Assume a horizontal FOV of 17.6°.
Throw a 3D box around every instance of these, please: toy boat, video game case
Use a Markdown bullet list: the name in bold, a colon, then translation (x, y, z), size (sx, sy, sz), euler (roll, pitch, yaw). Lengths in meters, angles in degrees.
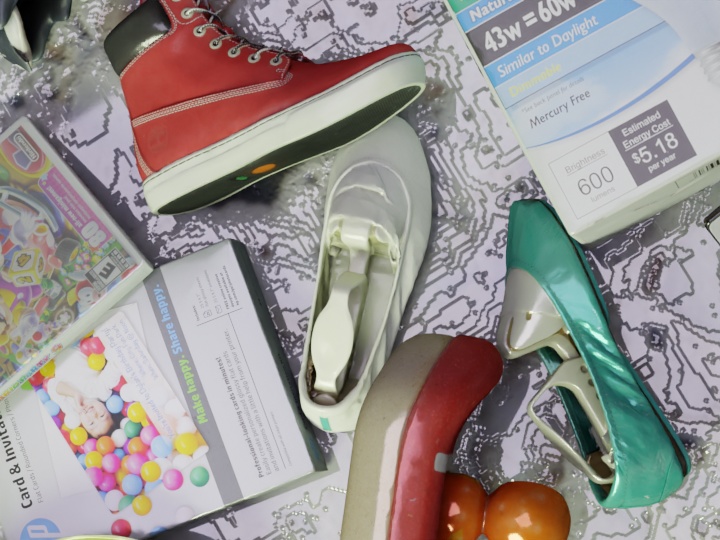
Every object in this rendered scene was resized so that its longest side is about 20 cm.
- **toy boat**: translation (0.058, 0.138, 1.363), size (0.131, 0.131, 0.200), euler (8, 87, 4)
- **video game case**: translation (-0.245, 0.015, 1.453), size (0.200, 0.018, 0.143), euler (-41, 63, -1)

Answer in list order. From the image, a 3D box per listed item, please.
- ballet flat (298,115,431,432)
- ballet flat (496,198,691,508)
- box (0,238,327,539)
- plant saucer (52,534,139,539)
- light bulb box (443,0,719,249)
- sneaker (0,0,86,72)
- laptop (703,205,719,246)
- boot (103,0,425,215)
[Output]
- **ballet flat**: translation (0.000, 0.000, 1.414), size (0.069, 0.069, 0.200), euler (10, 87, 11)
- **ballet flat**: translation (0.122, 0.052, 1.380), size (0.070, 0.067, 0.200), euler (-25, 82, -22)
- **box**: translation (-0.141, 0.088, 1.447), size (0.200, 0.041, 0.156), euler (-21, 82, 9)
- **plant saucer**: translation (-0.155, 0.254, 1.422), size (0.200, 0.031, 0.200), euler (1, 99, 4)
- **light bulb box**: translation (0.167, -0.147, 1.365), size (0.198, 0.125, 0.200), euler (-29, 82, 7)
- **sneaker**: translation (-0.258, -0.170, 1.468), size (0.199, 0.079, 0.130), euler (-23, 73, -2)
- **laptop**: translation (0.334, -0.005, 1.329), size (0.187, 0.200, 0.116), euler (-40, 44, 5)
- **boot**: translation (-0.064, -0.134, 1.422), size (0.200, 0.072, 0.144), euler (-21, 79, 24)
